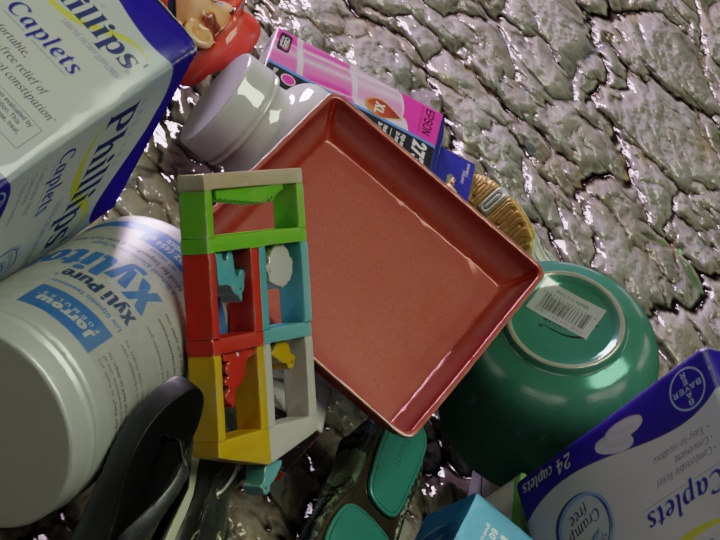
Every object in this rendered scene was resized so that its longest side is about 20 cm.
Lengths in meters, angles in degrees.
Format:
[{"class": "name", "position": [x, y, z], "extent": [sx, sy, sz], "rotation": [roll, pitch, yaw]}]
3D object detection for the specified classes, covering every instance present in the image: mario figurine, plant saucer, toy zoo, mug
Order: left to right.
[{"class": "mario figurine", "position": [-0.155, -0.221, 1.707], "extent": [0.199, 0.106, 0.124], "rotation": [26, 38, -30]}, {"class": "toy zoo", "position": [-0.068, 0.039, 1.430], "extent": [0.131, 0.020, 0.202], "rotation": [-8, 95, -64]}, {"class": "plant saucer", "position": [0.000, 0.000, 1.571], "extent": [0.200, 0.037, 0.200], "rotation": [41, 48, 2]}, {"class": "mug", "position": [0.122, 0.071, 1.654], "extent": [0.184, 0.115, 0.153], "rotation": [-8, 53, -14]}]

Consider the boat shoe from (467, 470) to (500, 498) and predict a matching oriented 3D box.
[{"class": "boat shoe", "position": [0.122, 0.119, 1.736], "extent": [0.071, 0.070, 0.201], "rotation": [35, 37, -22]}]

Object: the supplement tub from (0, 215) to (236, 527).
[{"class": "supplement tub", "position": [-0.173, 0.056, 1.389], "extent": [0.132, 0.132, 0.200], "rotation": [51, 32, 1]}]

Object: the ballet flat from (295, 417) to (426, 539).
[{"class": "ballet flat", "position": [-0.009, 0.172, 1.533], "extent": [0.074, 0.074, 0.200], "rotation": [44, 37, -10]}]

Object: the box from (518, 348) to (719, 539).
[{"class": "box", "position": [0.222, 0.188, 1.516], "extent": [0.105, 0.184, 0.201], "rotation": [16, 45, -41]}]

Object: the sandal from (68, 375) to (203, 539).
[{"class": "sandal", "position": [-0.136, 0.156, 1.329], "extent": [0.043, 0.076, 0.201], "rotation": [21, 71, 16]}]

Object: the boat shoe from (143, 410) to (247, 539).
[{"class": "boat shoe", "position": [-0.108, 0.157, 1.423], "extent": [0.068, 0.072, 0.200], "rotation": [46, 32, -18]}]

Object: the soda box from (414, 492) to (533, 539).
[{"class": "soda box", "position": [0.043, 0.243, 1.474], "extent": [0.068, 0.064, 0.201], "rotation": [41, 52, -13]}]

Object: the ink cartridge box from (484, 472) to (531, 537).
[{"class": "ink cartridge box", "position": [0.155, 0.261, 1.623], "extent": [0.200, 0.084, 0.146], "rotation": [36, 36, -22]}]

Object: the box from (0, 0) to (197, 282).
[{"class": "box", "position": [-0.217, -0.073, 1.360], "extent": [0.105, 0.184, 0.200], "rotation": [44, 52, 6]}]

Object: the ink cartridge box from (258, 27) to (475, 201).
[{"class": "ink cartridge box", "position": [0.005, -0.110, 1.815], "extent": [0.199, 0.037, 0.095], "rotation": [29, 38, -11]}]

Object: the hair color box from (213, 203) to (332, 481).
[{"class": "hair color box", "position": [-0.070, 0.036, 1.583], "extent": [0.110, 0.064, 0.201], "rotation": [30, 36, -13]}]

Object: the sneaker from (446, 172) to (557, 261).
[{"class": "sneaker", "position": [0.132, 0.010, 1.872], "extent": [0.200, 0.076, 0.088], "rotation": [52, 3, 18]}]

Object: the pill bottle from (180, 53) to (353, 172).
[{"class": "pill bottle", "position": [-0.032, -0.066, 1.696], "extent": [0.200, 0.111, 0.112], "rotation": [38, 35, -18]}]
